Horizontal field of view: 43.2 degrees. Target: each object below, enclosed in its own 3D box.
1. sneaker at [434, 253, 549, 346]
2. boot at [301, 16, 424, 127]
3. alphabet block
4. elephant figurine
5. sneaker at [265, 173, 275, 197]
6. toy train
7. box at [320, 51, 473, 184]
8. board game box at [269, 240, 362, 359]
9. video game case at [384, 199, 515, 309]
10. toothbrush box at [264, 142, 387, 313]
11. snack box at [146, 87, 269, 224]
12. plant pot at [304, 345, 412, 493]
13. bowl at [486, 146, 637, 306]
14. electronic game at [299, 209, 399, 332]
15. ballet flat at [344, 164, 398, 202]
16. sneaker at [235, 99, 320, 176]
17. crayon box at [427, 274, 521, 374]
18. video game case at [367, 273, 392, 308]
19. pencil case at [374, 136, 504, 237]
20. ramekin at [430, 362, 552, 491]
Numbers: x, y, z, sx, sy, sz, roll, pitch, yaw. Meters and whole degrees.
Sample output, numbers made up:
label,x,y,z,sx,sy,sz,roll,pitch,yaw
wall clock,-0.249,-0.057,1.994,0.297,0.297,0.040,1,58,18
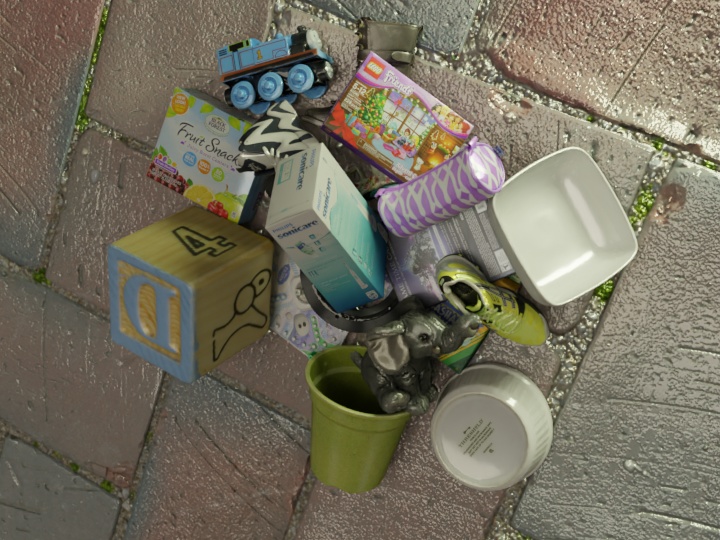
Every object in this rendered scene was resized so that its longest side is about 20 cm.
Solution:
label,x,y,z,sx,sy,sz,roll,pitch,yaw
sneaker,0.191,0.059,1.352,0.199,0.077,0.076,32,118,-4
boot,0.003,-0.312,1.446,0.198,0.069,0.176,-1,98,-2
alphabet block,-0.281,0.034,1.516,0.195,0.200,0.197,25,124,26
elephant figurine,0.078,0.107,1.381,0.153,0.142,0.202,4,124,-10
sneaker,-0.108,-0.130,1.485,0.199,0.079,0.076,23,98,51
toy train,-0.141,-0.331,1.499,0.198,0.087,0.116,-11,87,21
box,0.056,-0.220,1.399,0.199,0.039,0.138,34,84,-9
board game box,-0.095,0.037,1.564,0.199,0.026,0.201,35,111,17
video game case,0.128,-0.029,1.404,0.199,0.019,0.144,-23,89,25
toothbrush box,-0.044,-0.060,1.334,0.085,0.147,0.200,-19,132,23
snack box,-0.252,-0.200,1.573,0.199,0.068,0.170,28,108,13
plant pot,-0.007,0.254,1.502,0.199,0.200,0.186,21,118,17
bowl,0.288,-0.062,1.342,0.199,0.075,0.201,-29,90,-20
electronic game,0.000,0.000,1.476,0.198,0.042,0.202,0,86,2
ballet flat,0.013,-0.143,1.477,0.198,0.076,0.065,-19,84,21
sneaker,-0.127,-0.172,1.430,0.129,0.080,0.200,-33,61,-3
crayon box,0.162,0.045,1.440,0.125,0.052,0.201,35,109,13
video game case,0.109,0.032,1.496,0.198,0.018,0.145,9,103,20
pencil case,0.115,-0.116,1.317,0.199,0.084,0.086,-28,113,40
ramekin,0.203,0.258,1.456,0.200,0.094,0.205,4,101,21
